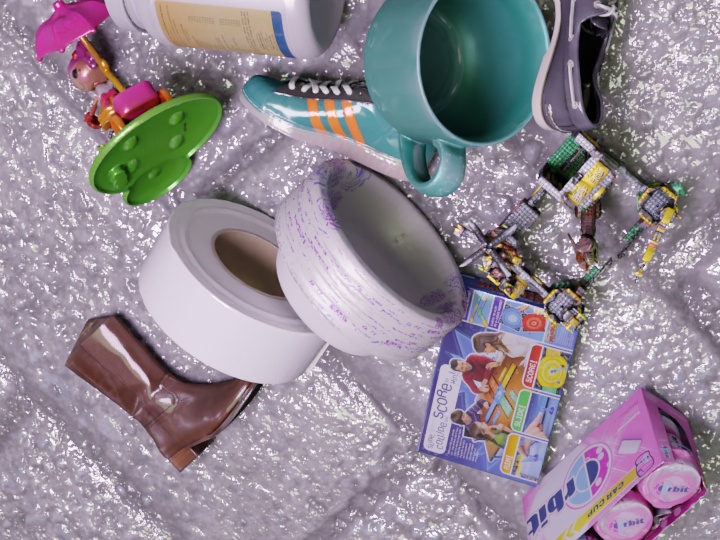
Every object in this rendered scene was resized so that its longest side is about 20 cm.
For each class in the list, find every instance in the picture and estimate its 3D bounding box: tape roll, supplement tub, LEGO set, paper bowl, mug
[{"bbox_3d":[-0.115,0.018,1.222,0.202,0.202,0.071,35,116,1],"label":"tape roll"},{"bbox_3d":[-0.124,-0.276,1.140,0.199,0.145,0.145,8,113,14],"label":"supplement tub"},{"bbox_3d":[0.198,-0.037,1.134,0.200,0.116,0.154,-41,92,14],"label":"LEGO set"},{"bbox_3d":[0.000,0.000,1.179,0.201,0.201,0.104,46,115,-4],"label":"paper bowl"},{"bbox_3d":[0.069,-0.178,1.104,0.152,0.185,0.114,51,159,-28],"label":"mug"}]

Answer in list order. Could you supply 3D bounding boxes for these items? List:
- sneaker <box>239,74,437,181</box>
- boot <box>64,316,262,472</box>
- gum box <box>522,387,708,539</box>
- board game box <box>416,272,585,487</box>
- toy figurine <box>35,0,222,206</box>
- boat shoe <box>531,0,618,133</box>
[{"bbox_3d":[-0.016,-0.160,1.198,0.199,0.071,0.080,21,114,-1],"label":"sneaker"},{"bbox_3d":[-0.221,0.106,1.370,0.200,0.064,0.186,45,114,1],"label":"boot"},{"bbox_3d":[0.254,0.222,1.229,0.066,0.114,0.200,31,117,-17],"label":"gum box"},{"bbox_3d":[0.142,0.114,1.271,0.135,0.034,0.201,16,113,10],"label":"board game box"},{"bbox_3d":[-0.250,-0.184,1.237,0.150,0.200,0.184,-32,77,-16],"label":"toy figurine"},{"bbox_3d":[0.207,-0.218,1.078,0.063,0.072,0.201,21,99,53],"label":"boat shoe"}]
